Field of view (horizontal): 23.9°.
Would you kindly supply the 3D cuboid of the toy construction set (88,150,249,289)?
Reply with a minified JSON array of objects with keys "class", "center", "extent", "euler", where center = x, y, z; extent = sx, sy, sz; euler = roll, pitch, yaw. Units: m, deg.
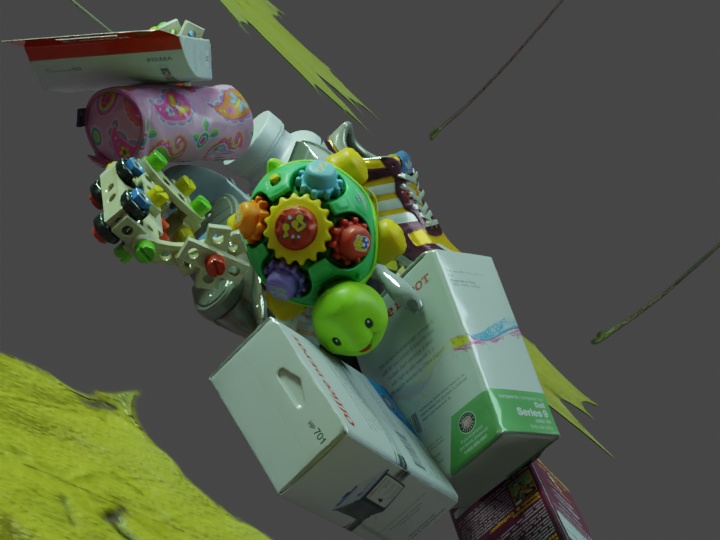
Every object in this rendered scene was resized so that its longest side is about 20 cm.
[{"class":"toy construction set","center":[-0.179,-0.040,1.542],"extent":[0.131,0.092,0.200],"euler":[43,0,-30]}]

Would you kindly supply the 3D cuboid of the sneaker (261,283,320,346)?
[{"class":"sneaker","center":[-0.087,0.045,1.695],"extent":[0.073,0.081,0.200],"euler":[13,7,-19]}]

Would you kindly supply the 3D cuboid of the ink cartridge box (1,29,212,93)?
[{"class":"ink cartridge box","center":[-0.247,-0.206,1.684],"extent":[0.200,0.161,0.057],"euler":[-46,132,-78]}]

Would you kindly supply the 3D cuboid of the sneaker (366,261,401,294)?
[{"class":"sneaker","center":[0.000,0.000,1.755],"extent":[0.074,0.085,0.200],"euler":[17,15,13]}]

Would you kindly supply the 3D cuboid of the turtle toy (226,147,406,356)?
[{"class":"turtle toy","center":[-0.037,-0.015,1.529],"extent":[0.201,0.145,0.101],"euler":[61,9,9]}]

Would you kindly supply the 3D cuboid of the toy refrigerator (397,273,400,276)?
[{"class":"toy refrigerator","center":[0.032,0.095,1.863],"extent":[0.076,0.070,0.200],"euler":[43,25,-22]}]

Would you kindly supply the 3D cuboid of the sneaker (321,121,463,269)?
[{"class":"sneaker","center":[0.038,-0.066,1.671],"extent":[0.199,0.090,0.075],"euler":[34,11,9]}]

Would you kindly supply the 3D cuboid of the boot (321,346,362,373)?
[{"class":"boot","center":[0.024,0.149,1.711],"extent":[0.200,0.073,0.150],"euler":[56,13,24]}]

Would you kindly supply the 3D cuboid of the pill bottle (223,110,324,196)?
[{"class":"pill bottle","center":[-0.058,-0.090,1.963],"extent":[0.200,0.112,0.112],"euler":[40,11,-18]}]

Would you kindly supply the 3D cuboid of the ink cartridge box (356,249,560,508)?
[{"class":"ink cartridge box","center":[0.084,0.102,1.593],"extent":[0.087,0.145,0.201],"euler":[6,52,-40]}]

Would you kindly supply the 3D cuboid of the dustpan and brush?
[{"class":"dustpan and brush","center":[-0.012,-0.018,1.614],"extent":[0.057,0.140,0.200],"euler":[0,34,-37]}]

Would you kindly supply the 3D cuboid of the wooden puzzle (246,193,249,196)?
[{"class":"wooden puzzle","center":[-0.064,0.007,2.000],"extent":[0.200,0.046,0.185],"euler":[40,11,-20]}]

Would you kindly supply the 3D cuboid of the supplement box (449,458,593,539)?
[{"class":"supplement box","center":[0.171,0.282,1.726],"extent":[0.086,0.110,0.200],"euler":[45,10,-22]}]

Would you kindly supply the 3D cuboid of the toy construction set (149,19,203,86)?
[{"class":"toy construction set","center":[-0.211,-0.217,1.877],"extent":[0.092,0.131,0.200],"euler":[43,-4,-12]}]

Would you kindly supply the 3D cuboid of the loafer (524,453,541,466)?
[{"class":"loafer","center":[0.112,0.189,1.785],"extent":[0.200,0.070,0.068],"euler":[-14,-68,56]}]

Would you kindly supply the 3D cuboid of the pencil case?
[{"class":"pencil case","center":[-0.195,-0.147,1.732],"extent":[0.088,0.088,0.200],"euler":[50,29,17]}]

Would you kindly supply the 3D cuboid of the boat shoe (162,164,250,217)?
[{"class":"boat shoe","center":[-0.122,-0.047,1.788],"extent":[0.201,0.075,0.086],"euler":[23,-8,-2]}]

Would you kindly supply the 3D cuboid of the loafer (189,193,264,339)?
[{"class":"loafer","center":[-0.127,0.000,1.656],"extent":[0.063,0.072,0.200],"euler":[45,18,-26]}]

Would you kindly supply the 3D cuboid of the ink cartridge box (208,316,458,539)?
[{"class":"ink cartridge box","center":[-0.021,0.146,1.480],"extent":[0.200,0.086,0.147],"euler":[34,16,-51]}]
